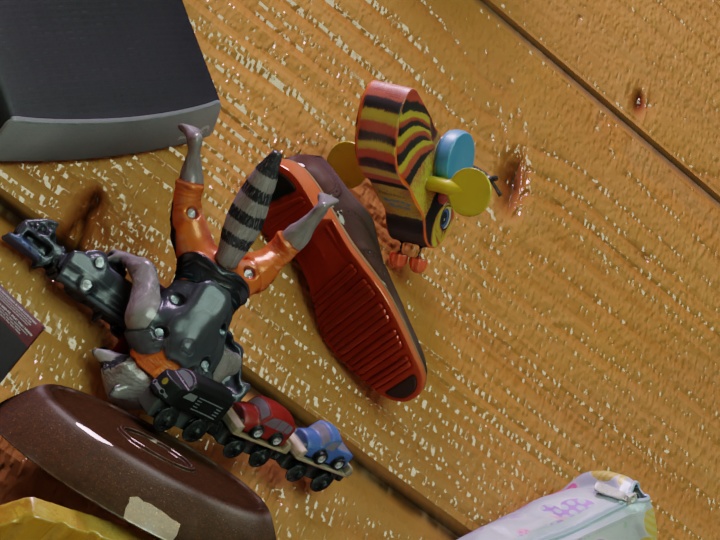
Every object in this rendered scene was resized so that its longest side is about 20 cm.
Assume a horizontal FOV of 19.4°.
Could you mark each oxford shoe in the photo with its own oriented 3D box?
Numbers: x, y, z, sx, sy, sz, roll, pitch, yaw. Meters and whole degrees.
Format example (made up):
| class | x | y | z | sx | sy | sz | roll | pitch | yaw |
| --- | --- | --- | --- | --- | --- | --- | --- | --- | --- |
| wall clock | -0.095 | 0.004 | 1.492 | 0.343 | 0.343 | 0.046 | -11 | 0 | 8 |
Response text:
| class | x | y | z | sx | sy | sz | roll | pitch | yaw |
| --- | --- | --- | --- | --- | --- | --- | --- | --- | --- |
| oxford shoe | 0.000 | 0.000 | 1.534 | 0.072 | 0.071 | 0.200 | -25 | 85 | -51 |

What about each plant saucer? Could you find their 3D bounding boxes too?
| class | x | y | z | sx | sy | sz | roll | pitch | yaw |
| --- | --- | --- | --- | --- | --- | --- | --- | --- | --- |
| plant saucer | -0.130 | 0.121 | 1.278 | 0.200 | 0.200 | 0.035 | 30 | 90 | -26 |

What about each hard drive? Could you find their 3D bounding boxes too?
| class | x | y | z | sx | sy | sz | roll | pitch | yaw |
| --- | --- | --- | --- | --- | --- | --- | --- | --- | --- |
| hard drive | -0.191 | -0.146 | 1.463 | 0.200 | 0.042 | 0.135 | -9 | 74 | -44 |

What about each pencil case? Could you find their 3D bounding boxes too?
| class | x | y | z | sx | sy | sz | roll | pitch | yaw |
| --- | --- | --- | --- | --- | --- | --- | --- | --- | --- |
| pencil case | 0.130 | 0.208 | 1.518 | 0.200 | 0.091 | 0.083 | -18 | 80 | -44 |

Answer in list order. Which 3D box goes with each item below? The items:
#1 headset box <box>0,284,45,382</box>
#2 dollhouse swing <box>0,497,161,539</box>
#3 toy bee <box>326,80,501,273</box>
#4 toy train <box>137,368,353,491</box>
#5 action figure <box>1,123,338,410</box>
| class | x | y | z | sx | sy | sz | roll | pitch | yaw |
| --- | --- | --- | --- | --- | --- | --- | --- | --- | --- |
| headset box | -0.295 | 0.046 | 1.245 | 0.149 | 0.077 | 0.200 | 46 | 47 | -12 |
| dollhouse swing | -0.173 | 0.263 | 1.179 | 0.200 | 0.182 | 0.176 | 24 | 34 | -31 |
| toy bee | 0.048 | -0.057 | 1.581 | 0.200 | 0.131 | 0.109 | 29 | 75 | -40 |
| toy train | -0.069 | 0.104 | 1.399 | 0.200 | 0.046 | 0.034 | 28 | 16 | -48 |
| action figure | -0.127 | 0.000 | 1.384 | 0.200 | 0.105 | 0.194 | 29 | 79 | -21 |
